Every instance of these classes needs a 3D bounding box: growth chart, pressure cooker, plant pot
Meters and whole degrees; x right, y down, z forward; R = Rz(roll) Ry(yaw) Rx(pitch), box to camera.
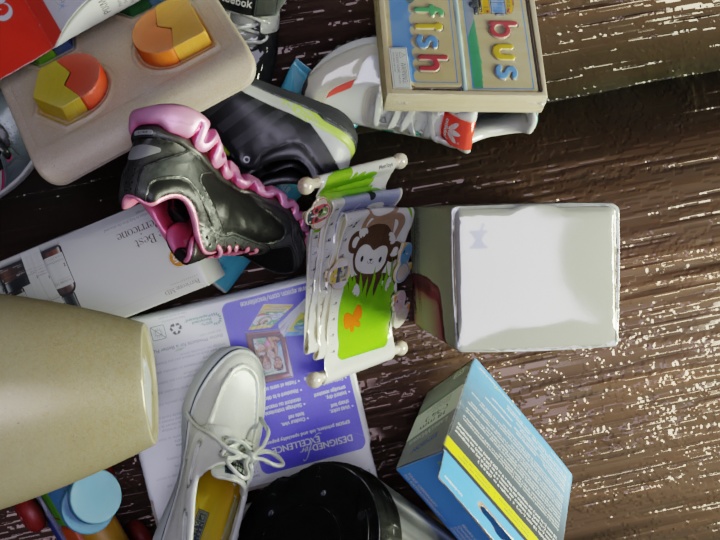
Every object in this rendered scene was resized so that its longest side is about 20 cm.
[{"bbox_3d":[0.000,0.000,0.976,0.145,0.018,0.201,-26,125,-43],"label":"growth chart"},{"bbox_3d":[0.007,0.267,0.960,0.178,0.176,0.200,-34,133,16],"label":"pressure cooker"},{"bbox_3d":[-0.256,0.096,0.892,0.199,0.187,0.188,-5,95,-5],"label":"plant pot"}]

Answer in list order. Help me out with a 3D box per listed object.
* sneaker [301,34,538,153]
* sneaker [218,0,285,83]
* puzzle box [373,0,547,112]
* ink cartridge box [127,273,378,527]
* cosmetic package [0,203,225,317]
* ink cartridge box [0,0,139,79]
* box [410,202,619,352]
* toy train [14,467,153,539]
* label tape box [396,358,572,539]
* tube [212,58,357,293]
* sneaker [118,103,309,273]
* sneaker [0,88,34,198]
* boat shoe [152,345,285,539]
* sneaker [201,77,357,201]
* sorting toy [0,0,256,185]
[{"bbox_3d":[0.054,-0.140,0.982,0.199,0.094,0.070,-3,132,-15],"label":"sneaker"},{"bbox_3d":[-0.097,-0.236,0.975,0.074,0.089,0.201,2,96,-9],"label":"sneaker"},{"bbox_3d":[0.078,-0.220,0.982,0.133,0.025,0.201,-1,65,-8],"label":"puzzle box"},{"bbox_3d":[-0.099,0.118,1.022,0.197,0.043,0.201,-14,94,-6],"label":"ink cartridge box"},{"bbox_3d":[-0.219,0.006,0.967,0.199,0.051,0.083,-22,98,13],"label":"cosmetic package"},{"bbox_3d":[-0.251,-0.257,0.935,0.200,0.057,0.163,-30,69,-11],"label":"ink cartridge box"},{"bbox_3d":[0.118,0.000,0.962,0.127,0.200,0.109,-2,94,-6],"label":"box"},{"bbox_3d":[-0.196,0.244,0.974,0.085,0.116,0.200,-31,98,-26],"label":"toy train"},{"bbox_3d":[0.101,0.181,0.973,0.063,0.200,0.144,-37,99,24],"label":"label tape box"},{"bbox_3d":[-0.079,-0.077,1.013,0.077,0.050,0.200,36,83,-18],"label":"tube"},{"bbox_3d":[-0.113,-0.037,0.904,0.200,0.079,0.096,41,50,-44],"label":"sneaker"},{"bbox_3d":[-0.322,-0.081,0.940,0.084,0.121,0.200,42,87,-9],"label":"sneaker"},{"bbox_3d":[-0.106,0.155,0.934,0.074,0.086,0.203,28,69,-31],"label":"boat shoe"},{"bbox_3d":[-0.098,-0.109,0.955,0.199,0.072,0.083,16,69,4],"label":"sneaker"},{"bbox_3d":[-0.201,-0.183,0.940,0.185,0.037,0.200,-29,59,-4],"label":"sorting toy"}]
